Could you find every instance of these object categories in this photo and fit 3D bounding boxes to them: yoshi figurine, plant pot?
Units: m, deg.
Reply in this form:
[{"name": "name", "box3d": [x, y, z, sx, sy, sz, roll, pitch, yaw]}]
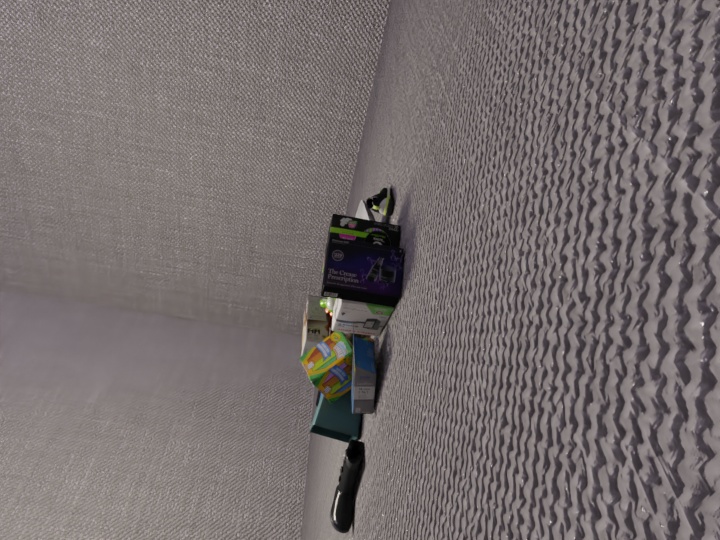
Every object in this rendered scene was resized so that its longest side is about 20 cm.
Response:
[{"name": "yoshi figurine", "box3d": [-0.055, 0.087, 1.836, 0.113, 0.199, 0.112, 58, -134, -33]}, {"name": "plant pot", "box3d": [-0.065, 0.423, 1.738, 0.142, 0.140, 0.202, 113, 172, -63]}]

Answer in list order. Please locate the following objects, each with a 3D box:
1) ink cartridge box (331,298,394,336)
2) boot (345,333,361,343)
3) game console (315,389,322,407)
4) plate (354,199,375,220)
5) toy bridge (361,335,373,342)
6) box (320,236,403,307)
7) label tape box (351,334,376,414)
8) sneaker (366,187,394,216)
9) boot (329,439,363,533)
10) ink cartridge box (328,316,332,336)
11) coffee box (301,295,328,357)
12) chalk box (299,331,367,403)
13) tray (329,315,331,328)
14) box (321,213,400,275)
[{"name": "ink cartridge box", "box3d": [0.005, 0.104, 1.527, 0.200, 0.144, 0.085, 110, 166, -60]}, {"name": "boot", "box3d": [-0.060, 0.241, 1.769, 0.097, 0.074, 0.202, -4, -64, -55]}, {"name": "game console", "box3d": [-0.097, 0.485, 1.994, 0.173, 0.117, 0.202, -93, 14, -63]}, {"name": "plate", "box3d": [0.030, -0.109, 1.842, 0.200, 0.032, 0.201, 113, 139, -63]}, {"name": "toy bridge", "box3d": [0.018, 0.204, 1.788, 0.200, 0.027, 0.068, -97, 17, -65]}, {"name": "box", "box3d": [0.006, 0.004, 1.415, 0.079, 0.198, 0.142, 112, 165, -63]}, {"name": "label tape box", "box3d": [0.008, 0.270, 1.502, 0.145, 0.063, 0.202, -95, 6, -63]}, {"name": "sneaker", "box3d": [0.060, -0.234, 1.791, 0.200, 0.082, 0.072, -100, 21, -71]}, {"name": "boot", "box3d": [-0.033, 0.609, 1.547, 0.165, 0.065, 0.202, -97, 22, -63]}, {"name": "ink cartridge box", "box3d": [-0.061, 0.218, 2.000, 0.200, 0.047, 0.162, 28, -111, -68]}, {"name": "coffee box", "box3d": [-0.160, 0.203, 1.930, 0.115, 0.079, 0.201, 110, 164, -46]}, {"name": "chalk box", "box3d": [-0.058, 0.273, 1.647, 0.124, 0.199, 0.125, 55, 176, -37]}, {"name": "tray", "box3d": [-0.061, 0.134, 2.074, 0.200, 0.037, 0.099, -28, -43, -53]}, {"name": "box", "box3d": [0.000, -0.056, 1.552, 0.124, 0.198, 0.150, 117, 161, -68]}]
